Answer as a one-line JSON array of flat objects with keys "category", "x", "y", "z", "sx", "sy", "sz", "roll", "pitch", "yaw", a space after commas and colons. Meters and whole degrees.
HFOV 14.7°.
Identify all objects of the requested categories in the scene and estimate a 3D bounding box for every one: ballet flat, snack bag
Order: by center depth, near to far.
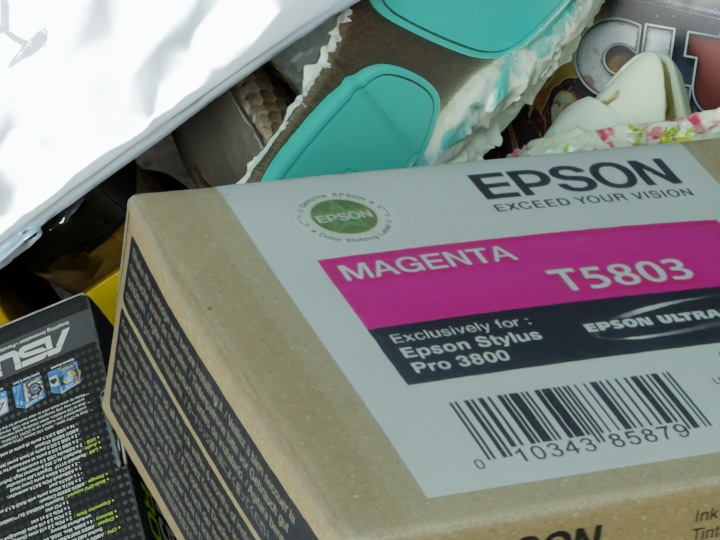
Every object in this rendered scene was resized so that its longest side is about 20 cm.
[{"category": "snack bag", "x": -0.109, "y": -0.120, "z": 0.847, "sx": 0.188, "sy": 0.021, "sz": 0.200, "roll": -35, "pitch": 94, "yaw": 13}, {"category": "ballet flat", "x": 0.017, "y": -0.054, "z": 0.866, "sx": 0.072, "sy": 0.072, "sz": 0.200, "roll": 32, "pitch": 68, "yaw": 16}, {"category": "ballet flat", "x": 0.117, "y": -0.042, "z": 0.873, "sx": 0.199, "sy": 0.076, "sz": 0.064, "roll": -10, "pitch": 79, "yaw": 14}, {"category": "ballet flat", "x": 0.000, "y": 0.000, "z": 0.928, "sx": 0.046, "sy": 0.067, "sz": 0.200, "roll": -36, "pitch": 95, "yaw": -22}]

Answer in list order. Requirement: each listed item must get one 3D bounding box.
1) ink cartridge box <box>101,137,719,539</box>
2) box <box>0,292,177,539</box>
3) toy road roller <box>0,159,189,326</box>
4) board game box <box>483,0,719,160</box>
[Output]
[{"category": "ink cartridge box", "x": 0.050, "y": 0.039, "z": 0.745, "sx": 0.199, "sy": 0.075, "sz": 0.165, "roll": -7, "pitch": 35, "yaw": -23}, {"category": "box", "x": -0.145, "y": 0.113, "z": 0.793, "sx": 0.199, "sy": 0.044, "sz": 0.161, "roll": -23, "pitch": 53, "yaw": 6}, {"category": "toy road roller", "x": -0.095, "y": 0.051, "z": 0.917, "sx": 0.146, "sy": 0.123, "sz": 0.200, "roll": -37, "pitch": 65, "yaw": 5}, {"category": "board game box", "x": 0.093, "y": -0.035, "z": 0.930, "sx": 0.199, "sy": 0.035, "sz": 0.136, "roll": 13, "pitch": 113, "yaw": 11}]
